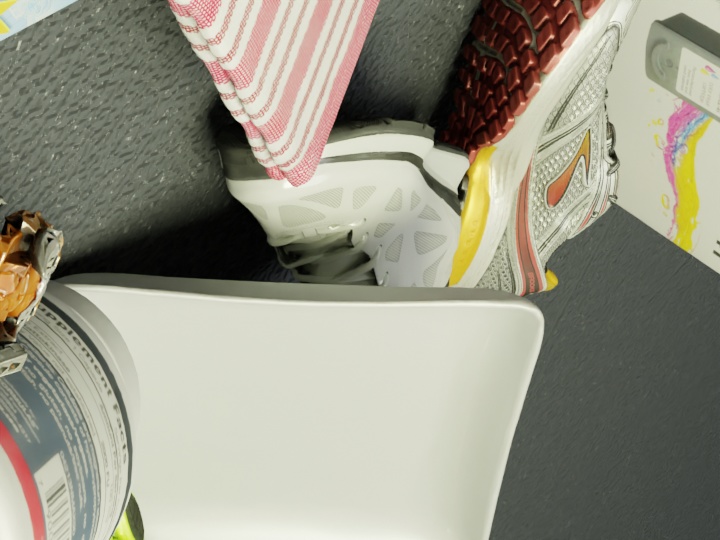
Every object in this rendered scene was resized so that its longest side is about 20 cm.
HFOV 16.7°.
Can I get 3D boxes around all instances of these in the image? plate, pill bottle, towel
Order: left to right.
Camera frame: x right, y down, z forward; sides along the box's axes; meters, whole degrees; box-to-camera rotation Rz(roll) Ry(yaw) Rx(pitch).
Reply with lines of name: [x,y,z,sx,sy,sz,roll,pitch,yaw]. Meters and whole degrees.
pill bottle: [-0.137,0.063,0.778,0.120,0.119,0.200,-58,178,13]
plate: [-0.036,0.063,1.013,0.200,0.198,0.032,99,-9,-49]
towel: [-0.022,-0.124,0.822,0.200,0.030,0.147,59,49,-71]

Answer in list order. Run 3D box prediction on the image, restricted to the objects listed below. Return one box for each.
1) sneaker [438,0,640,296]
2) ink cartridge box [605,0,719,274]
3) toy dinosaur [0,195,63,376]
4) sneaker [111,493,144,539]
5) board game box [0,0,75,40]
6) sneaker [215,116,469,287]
sneaker: [0.085,-0.069,1.119,0.082,0.078,0.201,7,132,-21]
ink cartridge box: [0.171,-0.087,1.133,0.086,0.200,0.148,-38,154,-36]
toy dinosaur: [-0.159,-0.010,0.629,0.102,0.136,0.200,-54,160,4]
sneaker: [-0.125,0.135,1.013,0.201,0.083,0.074,71,19,-45]
board game box: [-0.084,-0.160,0.697,0.134,0.034,0.201,-35,153,-41]
sneaker: [0.001,0.000,1.014,0.200,0.075,0.116,9,80,-69]
